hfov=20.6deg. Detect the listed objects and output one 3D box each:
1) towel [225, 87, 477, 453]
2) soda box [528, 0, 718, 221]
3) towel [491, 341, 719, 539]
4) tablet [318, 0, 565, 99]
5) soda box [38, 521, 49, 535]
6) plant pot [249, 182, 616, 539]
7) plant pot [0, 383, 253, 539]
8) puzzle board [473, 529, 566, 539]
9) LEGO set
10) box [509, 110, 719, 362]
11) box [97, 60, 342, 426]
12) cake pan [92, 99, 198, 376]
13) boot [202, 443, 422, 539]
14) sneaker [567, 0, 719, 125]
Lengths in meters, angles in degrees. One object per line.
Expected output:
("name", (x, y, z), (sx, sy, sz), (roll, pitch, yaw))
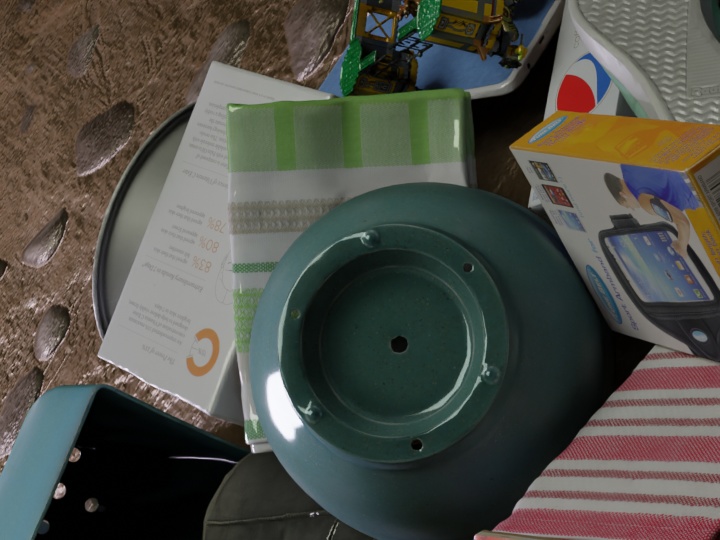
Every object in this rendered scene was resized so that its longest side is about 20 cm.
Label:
("towel", (0.000, 0.000, 1.129), (0.031, 0.148, 0.201), (-170, 76, -84))
("soda box", (0.154, -0.116, 1.128), (0.064, 0.068, 0.201), (-18, 52, 50))
("towel", (0.165, 0.077, 0.934), (0.200, 0.030, 0.146), (-44, 22, -29))
("tablet", (0.054, -0.149, 1.305), (0.199, 0.014, 0.130), (-6, 43, 47))
("soda box", (-0.260, 0.281, 1.430), (0.063, 0.068, 0.201), (-17, 53, 48))
("plant pot", (0.028, 0.043, 1.028), (0.199, 0.134, 0.202), (-2, 81, 12))
("plant pot", (-0.176, 0.162, 1.340), (0.200, 0.141, 0.142), (0, 66, 64))
("puzzle board", (0.134, 0.190, 0.863), (0.017, 0.151, 0.200), (-30, 16, -32))
("LEGO set", (0.074, -0.169, 1.194), (0.200, 0.115, 0.155), (140, 137, -63))
("box", (0.146, -0.016, 0.966), (0.041, 0.119, 0.200), (-36, 18, -16))
("box", (-0.058, -0.011, 1.215), (0.124, 0.097, 0.201), (21, 89, 47))
("cake pan", (-0.097, -0.016, 1.319), (0.037, 0.200, 0.201), (21, 83, 32))
("boot", (-0.034, 0.179, 1.174), (0.199, 0.073, 0.182), (-8, 46, 46))
("sneaker", (0.166, -0.088, 1.031), (0.073, 0.118, 0.201), (-22, 45, 5))
